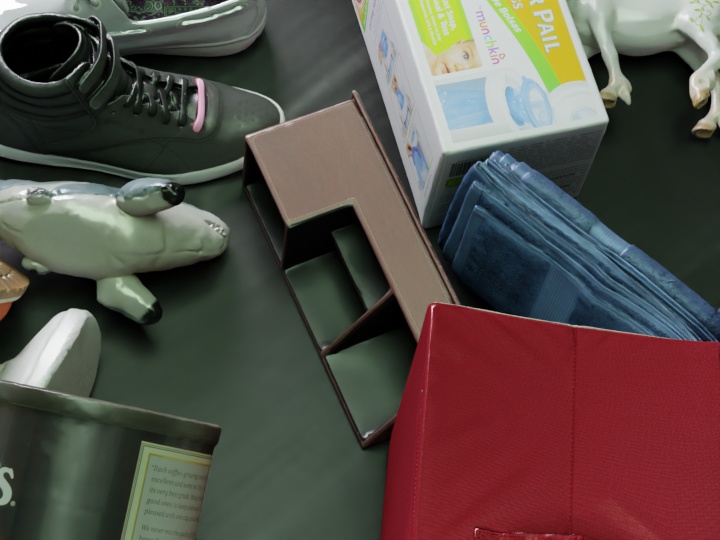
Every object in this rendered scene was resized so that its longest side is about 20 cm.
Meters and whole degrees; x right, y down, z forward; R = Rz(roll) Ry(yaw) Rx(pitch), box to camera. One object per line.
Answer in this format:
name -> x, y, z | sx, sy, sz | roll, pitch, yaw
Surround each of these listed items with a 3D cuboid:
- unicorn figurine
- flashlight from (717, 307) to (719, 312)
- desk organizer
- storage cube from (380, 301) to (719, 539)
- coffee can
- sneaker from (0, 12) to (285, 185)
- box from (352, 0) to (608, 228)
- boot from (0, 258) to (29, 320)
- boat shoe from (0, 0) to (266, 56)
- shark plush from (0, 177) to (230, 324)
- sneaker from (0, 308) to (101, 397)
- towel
unicorn figurine -> 0.177, -0.163, 1.443 | 0.200, 0.074, 0.138 | 12, 64, -22
flashlight -> 0.314, -0.007, 1.382 | 0.200, 0.068, 0.068 | -38, 77, -23
desk organizer -> 0.000, 0.000, 1.336 | 0.077, 0.072, 0.200 | -20, 68, -14
storage cube -> 0.100, 0.147, 1.212 | 0.170, 0.200, 0.180 | 8, 57, -3
coffee can -> -0.165, 0.166, 1.158 | 0.146, 0.146, 0.201 | 11, 85, -2
sneaker -> -0.143, -0.109, 1.354 | 0.199, 0.099, 0.071 | 3, 62, -7
box -> 0.070, -0.146, 1.397 | 0.112, 0.101, 0.200 | -12, 67, -12
boot -> -0.258, 0.038, 1.255 | 0.075, 0.200, 0.107 | 29, 106, 2
boat shoe -> -0.158, -0.170, 1.397 | 0.199, 0.069, 0.072 | 1, 64, -7
shark plush -> -0.183, -0.025, 1.337 | 0.199, 0.091, 0.083 | 2, 21, 6
sneaker -> -0.227, 0.096, 1.265 | 0.088, 0.075, 0.200 | 21, 64, 18
towel -> 0.136, 0.020, 1.320 | 0.200, 0.112, 0.049 | 38, 59, 11
